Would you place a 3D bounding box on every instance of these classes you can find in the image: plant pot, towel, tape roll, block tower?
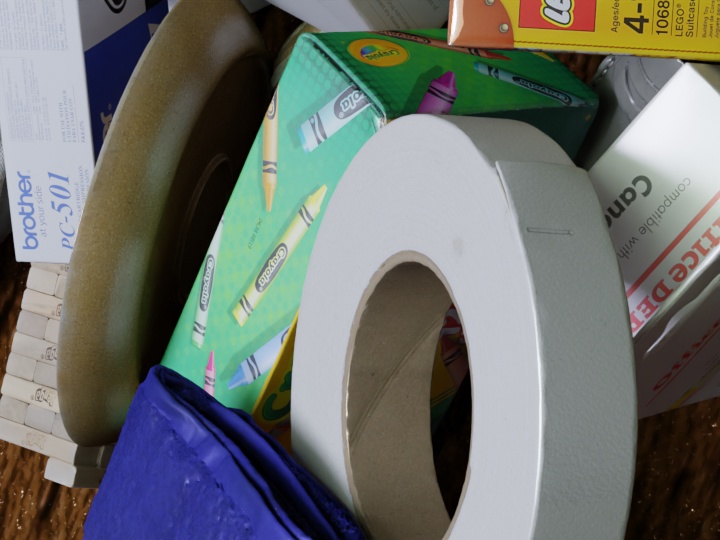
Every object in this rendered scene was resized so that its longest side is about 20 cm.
[{"bbox_3d":[-0.075,-0.020,1.032,0.027,0.200,0.202,15,94,10],"label":"plant pot"},{"bbox_3d":[-0.071,0.153,0.899,0.148,0.049,0.201,43,112,53],"label":"towel"},{"bbox_3d":[0.030,0.047,0.836,0.203,0.037,0.205,-177,90,-66],"label":"tape roll"},{"bbox_3d":[-0.113,-0.004,1.129,0.058,0.054,0.202,14,93,34],"label":"block tower"}]

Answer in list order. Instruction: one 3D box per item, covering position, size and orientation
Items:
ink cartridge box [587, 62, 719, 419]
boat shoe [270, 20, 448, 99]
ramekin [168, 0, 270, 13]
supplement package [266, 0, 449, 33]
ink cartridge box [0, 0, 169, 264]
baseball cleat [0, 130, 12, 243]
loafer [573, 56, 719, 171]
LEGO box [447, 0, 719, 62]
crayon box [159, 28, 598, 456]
[{"bbox_3d":[0.121,-0.011,0.883,0.068,0.200,0.117,46,110,17],"label":"ink cartridge box"},{"bbox_3d":[0.045,-0.129,1.036,0.199,0.072,0.077,-26,59,19],"label":"boat shoe"},{"bbox_3d":[-0.092,-0.218,1.109,0.199,0.097,0.202,-4,83,34],"label":"ramekin"},{"bbox_3d":[0.015,-0.205,0.978,0.119,0.121,0.200,32,79,40],"label":"supplement package"},{"bbox_3d":[-0.115,-0.112,1.014,0.044,0.094,0.202,3,110,17],"label":"ink cartridge box"},{"bbox_3d":[-0.217,-0.011,1.167,0.070,0.106,0.200,47,112,22],"label":"baseball cleat"},{"bbox_3d":[0.128,-0.080,0.966,0.200,0.070,0.070,-48,63,21],"label":"loafer"},{"bbox_3d":[0.111,-0.174,0.861,0.148,0.077,0.202,3,94,7],"label":"LEGO box"},{"bbox_3d":[0.000,0.000,0.984,0.058,0.118,0.201,47,127,33],"label":"crayon box"}]
